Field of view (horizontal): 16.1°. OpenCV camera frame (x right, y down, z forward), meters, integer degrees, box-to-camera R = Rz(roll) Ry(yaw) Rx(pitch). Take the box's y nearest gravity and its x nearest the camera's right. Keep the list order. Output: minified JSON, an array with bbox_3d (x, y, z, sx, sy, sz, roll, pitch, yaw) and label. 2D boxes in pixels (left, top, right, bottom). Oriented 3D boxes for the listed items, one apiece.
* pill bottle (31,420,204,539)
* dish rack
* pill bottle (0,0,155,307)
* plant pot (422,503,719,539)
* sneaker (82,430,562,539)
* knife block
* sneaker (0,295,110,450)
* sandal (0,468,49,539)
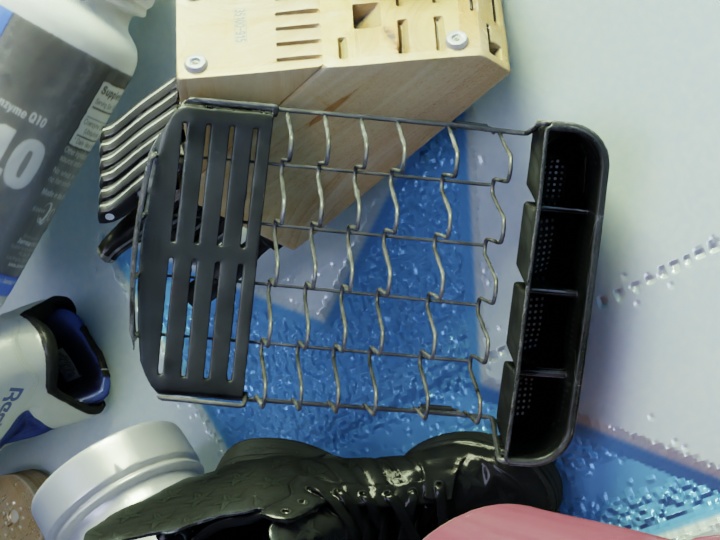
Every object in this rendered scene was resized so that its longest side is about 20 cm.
[{"bbox_3d":[-0.074,0.176,1.220,0.112,0.112,0.200,-46,66,31],"label":"pill bottle"},{"bbox_3d":[0.000,0.000,1.118,0.200,0.055,0.154,5,101,-7],"label":"dish rack"},{"bbox_3d":[-0.181,-0.090,1.258,0.114,0.114,0.200,31,93,33],"label":"pill bottle"},{"bbox_3d":[0.099,0.187,1.047,0.179,0.200,0.200,27,111,51],"label":"plant pot"},{"bbox_3d":[-0.016,0.117,1.138,0.200,0.104,0.060,0,111,17],"label":"sneaker"},{"bbox_3d":[-0.029,-0.056,1.194,0.200,0.176,0.064,-5,50,2],"label":"knife block"},{"bbox_3d":[-0.193,0.071,1.331,0.081,0.115,0.199,71,157,13],"label":"sneaker"},{"bbox_3d":[-0.240,0.186,1.381,0.078,0.070,0.212,52,122,23],"label":"sandal"}]
